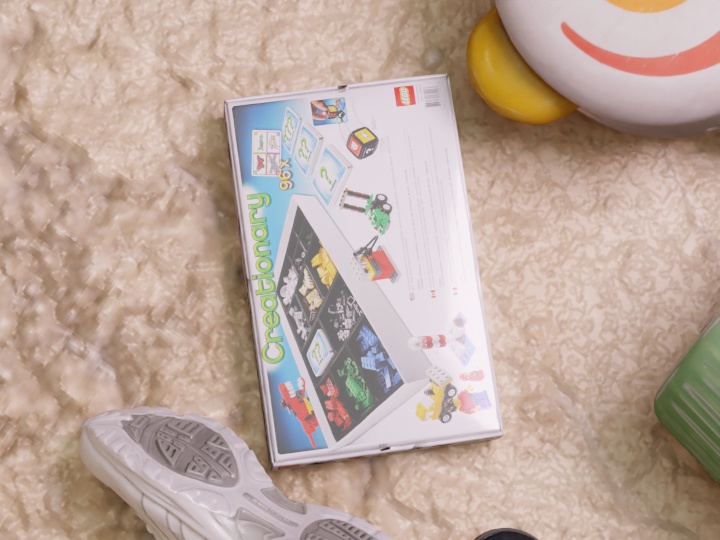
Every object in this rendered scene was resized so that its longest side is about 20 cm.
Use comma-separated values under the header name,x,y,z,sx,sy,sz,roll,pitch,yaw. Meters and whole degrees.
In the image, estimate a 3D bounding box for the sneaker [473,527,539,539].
name,x,y,z,sx,sy,sz,roll,pitch,yaw
sneaker,0.084,0.228,1.063,0.076,0.114,0.201,5,76,-6

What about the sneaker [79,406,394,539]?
name,x,y,z,sx,sy,sz,roll,pitch,yaw
sneaker,-0.072,0.148,1.083,0.199,0.078,0.100,33,118,20

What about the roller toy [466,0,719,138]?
name,x,y,z,sx,sy,sz,roll,pitch,yaw
roller toy,0.159,-0.165,1.111,0.198,0.140,0.184,3,91,11

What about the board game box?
name,x,y,z,sx,sy,sz,roll,pitch,yaw
board game box,0.000,0.000,1.138,0.125,0.035,0.202,-7,80,-6

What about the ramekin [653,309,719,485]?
name,x,y,z,sx,sy,sz,roll,pitch,yaw
ramekin,0.241,0.036,1.076,0.098,0.200,0.200,42,78,11
